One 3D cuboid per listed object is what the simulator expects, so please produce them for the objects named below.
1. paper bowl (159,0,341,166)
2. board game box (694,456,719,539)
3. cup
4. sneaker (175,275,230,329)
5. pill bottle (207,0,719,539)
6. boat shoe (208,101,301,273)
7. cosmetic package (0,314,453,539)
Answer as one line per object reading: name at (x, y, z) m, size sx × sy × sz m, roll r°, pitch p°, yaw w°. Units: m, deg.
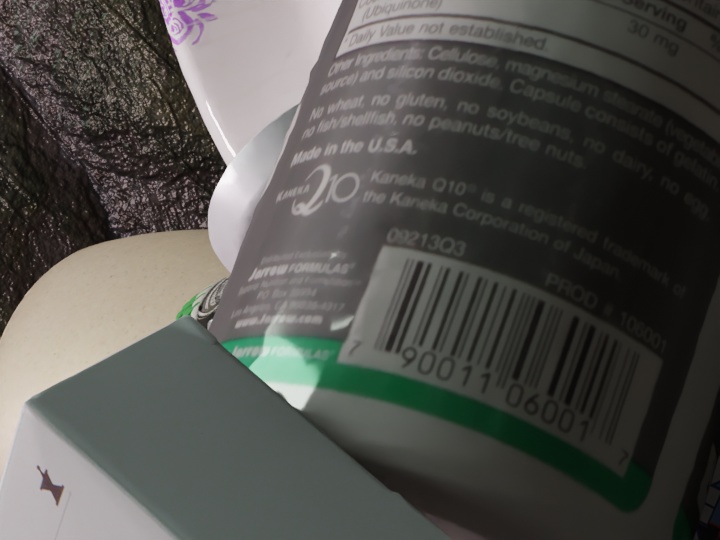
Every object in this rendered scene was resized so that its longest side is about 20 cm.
paper bowl at (0.014, -0.102, 0.906) m, size 0.104 × 0.201 × 0.201 m, roll -20°, pitch -14°, yaw -23°
board game box at (0.058, 0.083, 0.686) m, size 0.200 × 0.057 × 0.165 m, roll -63°, pitch 7°, yaw -16°
cup at (-0.035, 0.066, 1.117) m, size 0.143 × 0.200 × 0.201 m, roll -20°, pitch 36°, yaw 43°
sneaker at (0.000, 0.000, 0.991) m, size 0.085 × 0.078 × 0.200 m, roll -54°, pitch -8°, yaw 32°
pill bottle at (0.042, -0.025, 0.591) m, size 0.113 × 0.113 × 0.200 m, roll 129°, pitch 164°, yaw -65°
boat shoe at (0.025, 0.005, 0.793) m, size 0.074 × 0.065 × 0.200 m, roll -50°, pitch -29°, yaw 7°
cosmetic package at (-0.022, 0.131, 0.536) m, size 0.052 × 0.151 × 0.200 m, roll -26°, pitch -33°, yaw -43°
